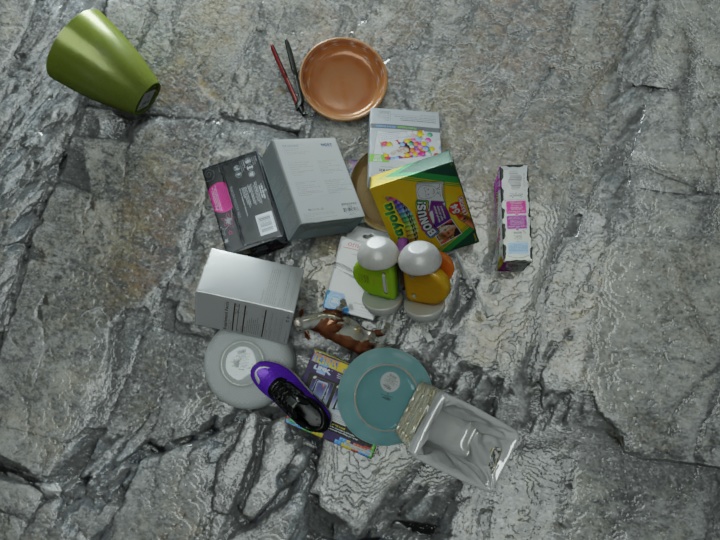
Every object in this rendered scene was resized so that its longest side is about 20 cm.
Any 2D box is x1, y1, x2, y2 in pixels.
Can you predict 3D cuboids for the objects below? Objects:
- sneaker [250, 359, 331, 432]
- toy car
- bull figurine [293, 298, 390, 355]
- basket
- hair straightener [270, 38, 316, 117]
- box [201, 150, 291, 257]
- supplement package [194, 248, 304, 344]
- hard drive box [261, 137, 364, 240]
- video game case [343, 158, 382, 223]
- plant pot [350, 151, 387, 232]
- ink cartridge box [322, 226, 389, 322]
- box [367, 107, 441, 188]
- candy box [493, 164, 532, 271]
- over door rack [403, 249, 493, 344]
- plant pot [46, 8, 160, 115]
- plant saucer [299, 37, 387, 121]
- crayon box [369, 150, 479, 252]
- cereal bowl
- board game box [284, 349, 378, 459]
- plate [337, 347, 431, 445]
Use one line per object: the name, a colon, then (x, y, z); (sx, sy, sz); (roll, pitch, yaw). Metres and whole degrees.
sneaker: (-0.138, 0.252, 1.287); (0.200, 0.100, 0.070); (38, 88, 2)
toy car: (0.090, -0.003, 1.285); (0.199, 0.175, 0.150); (7, 42, 18)
bull figurine: (-0.038, 0.119, 1.332); (0.200, 0.121, 0.065); (25, 56, -26)
basket: (0.185, 0.322, 1.269); (0.200, 0.123, 0.136); (30, 85, -18)
hair straightener: (-0.139, -0.444, 1.481); (0.077, 0.041, 0.201); (-22, 81, 2)
box: (-0.245, -0.137, 1.411); (0.132, 0.115, 0.201); (-18, 82, 1)
supplement package: (-0.231, 0.054, 1.341); (0.199, 0.120, 0.122); (13, 49, -5)
hard drive box: (-0.101, -0.175, 1.356); (0.155, 0.077, 0.201); (-8, 70, -31)
video game case: (-0.047, -0.181, 1.447); (0.199, 0.018, 0.144); (3, 82, 5)
plant pot: (0.073, -0.178, 1.418); (0.199, 0.027, 0.201); (1, 83, -6)
ink cartridge box: (0.000, 0.000, 1.392); (0.115, 0.067, 0.201); (13, 83, 7)
box: (0.094, -0.261, 1.386); (0.155, 0.041, 0.201); (4, 59, -3)
candy box: (0.316, -0.105, 1.344); (0.061, 0.136, 0.201); (-2, 81, 6)
over door rack: (0.170, 0.051, 1.361); (0.147, 0.067, 0.200); (-25, 60, 1)
plant pot: (-0.565, -0.452, 1.468); (0.200, 0.187, 0.187); (37, 86, -6)
plant saucer: (-0.038, -0.428, 1.461); (0.199, 0.037, 0.201); (1, 80, -4)
crayon box: (0.133, -0.124, 1.326); (0.172, 0.058, 0.200); (-17, 123, 12)
cereal bowl: (-0.243, 0.200, 1.379); (0.199, 0.083, 0.201); (-1, 83, 5)
board game box: (-0.037, 0.279, 1.362); (0.199, 0.057, 0.166); (22, 82, 7)
plate: (0.053, 0.258, 1.314); (0.199, 0.026, 0.201); (0, 86, -6)
